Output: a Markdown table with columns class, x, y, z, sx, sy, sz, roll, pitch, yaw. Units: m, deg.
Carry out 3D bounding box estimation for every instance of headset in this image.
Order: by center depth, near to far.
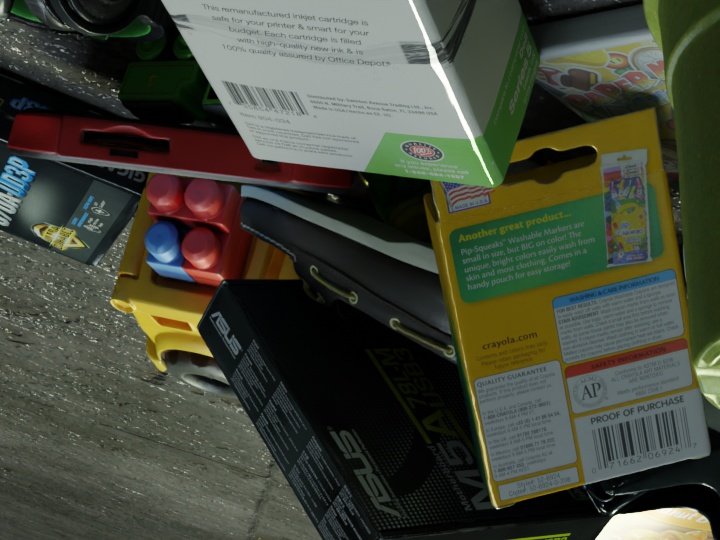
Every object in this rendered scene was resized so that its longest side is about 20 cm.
| class | x | y | z | sx | sy | sz | roll | pitch | yaw |
| --- | --- | --- | --- | --- | --- | --- | --- | --- | --- |
| headset | -0.179 | -0.150 | 1.114 | 0.122 | 0.095 | 0.200 | 10 | 171 | 20 |

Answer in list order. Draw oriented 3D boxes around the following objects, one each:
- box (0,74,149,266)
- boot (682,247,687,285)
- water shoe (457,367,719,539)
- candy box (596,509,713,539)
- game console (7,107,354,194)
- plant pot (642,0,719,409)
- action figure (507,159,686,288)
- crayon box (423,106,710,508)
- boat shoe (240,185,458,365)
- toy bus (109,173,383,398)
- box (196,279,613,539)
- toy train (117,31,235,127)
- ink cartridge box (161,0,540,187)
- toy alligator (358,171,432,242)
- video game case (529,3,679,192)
| class | x | y | z | sx | sy | sz | roll | pitch | yaw |
| --- | --- | --- | --- | --- | --- | --- | --- | --- | --- |
| box | -0.233 | -0.072 | 1.453 | 0.158 | 0.046 | 0.200 | 22 | 161 | -12 |
| boot | 0.248 | -0.005 | 1.136 | 0.095 | 0.074 | 0.200 | -5 | 175 | 29 |
| water shoe | 0.145 | 0.098 | 1.206 | 0.198 | 0.079 | 0.072 | 18 | 158 | 8 |
| candy box | 0.237 | 0.131 | 1.329 | 0.115 | 0.056 | 0.200 | 22 | 140 | -19 |
| game console | -0.102 | -0.068 | 1.251 | 0.198 | 0.031 | 0.177 | 7 | 180 | 0 |
| plant pot | 0.210 | -0.033 | 0.892 | 0.198 | 0.192 | 0.200 | 9 | 154 | 4 |
| action figure | 0.141 | 0.005 | 1.251 | 0.193 | 0.105 | 0.200 | 42 | 169 | -5 |
| crayon box | 0.109 | 0.015 | 1.117 | 0.125 | 0.202 | 0.052 | -13 | -159 | -3 |
| boat shoe | 0.000 | 0.000 | 1.209 | 0.200 | 0.061 | 0.071 | 22 | -171 | 38 |
| toy bus | -0.060 | -0.002 | 1.350 | 0.198 | 0.137 | 0.192 | 10 | 162 | 18 |
| box | 0.027 | 0.088 | 1.229 | 0.192 | 0.201 | 0.048 | 3 | 132 | -42 |
| toy train | -0.057 | -0.109 | 1.178 | 0.199 | 0.057 | 0.042 | 3 | 156 | 38 |
| ink cartridge box | -0.011 | -0.133 | 0.998 | 0.144 | 0.085 | 0.200 | 9 | 153 | 23 |
| toy alligator | 0.031 | -0.057 | 1.263 | 0.054 | 0.060 | 0.200 | -29 | 146 | -1 |
| video game case | 0.204 | -0.084 | 1.065 | 0.181 | 0.023 | 0.199 | 32 | 157 | -36 |
